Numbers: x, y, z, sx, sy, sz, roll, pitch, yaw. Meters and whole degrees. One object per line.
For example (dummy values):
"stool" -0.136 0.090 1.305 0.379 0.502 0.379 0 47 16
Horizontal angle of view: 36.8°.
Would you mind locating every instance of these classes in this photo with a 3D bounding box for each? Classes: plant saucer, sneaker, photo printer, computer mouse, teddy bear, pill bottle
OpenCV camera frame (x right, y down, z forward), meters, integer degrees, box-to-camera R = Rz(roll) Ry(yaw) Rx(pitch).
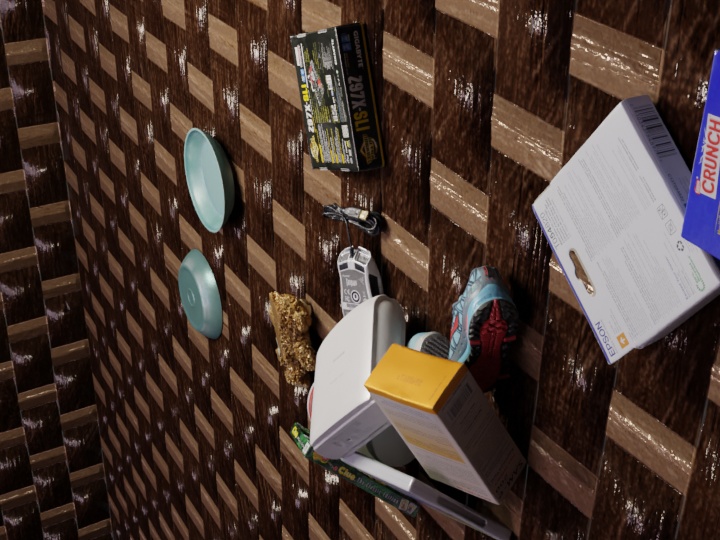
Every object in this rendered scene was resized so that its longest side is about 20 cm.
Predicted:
"plant saucer" -0.356 0.056 2.363 0.200 0.035 0.203 41 138 50
"sneaker" 0.102 0.183 1.489 0.082 0.073 0.204 -179 85 -71
"sneaker" 0.150 0.075 1.349 0.202 0.078 0.097 104 164 -46
"plant saucer" -0.287 -0.177 2.089 0.200 0.035 0.203 38 135 51
"photo printer" -0.003 0.142 1.522 0.166 0.069 0.202 -42 32 41
"computer mouse" 0.000 0.000 1.610 0.108 0.044 0.204 7 110 41
"teddy bear" -0.114 0.118 1.898 0.145 0.066 0.203 -131 29 -58
"pill bottle" 0.009 0.220 1.630 0.199 0.114 0.118 18 120 60

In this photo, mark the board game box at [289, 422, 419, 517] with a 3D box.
"board game box" -0.009 0.293 1.591 0.024 0.198 0.105 -56 20 3

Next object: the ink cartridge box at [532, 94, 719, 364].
"ink cartridge box" 0.267 -0.035 1.072 0.202 0.040 0.200 67 153 17

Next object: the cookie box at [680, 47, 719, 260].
"cookie box" 0.356 -0.069 0.838 0.200 0.074 0.174 42 139 48

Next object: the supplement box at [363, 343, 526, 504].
"supplement box" 0.107 0.191 1.346 0.125 0.074 0.201 13 146 46

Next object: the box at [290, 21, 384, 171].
"box" -0.035 -0.246 1.554 0.159 0.049 0.204 13 115 64

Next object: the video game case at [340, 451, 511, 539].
"video game case" 0.087 0.307 1.487 0.199 0.181 0.022 6 66 62
